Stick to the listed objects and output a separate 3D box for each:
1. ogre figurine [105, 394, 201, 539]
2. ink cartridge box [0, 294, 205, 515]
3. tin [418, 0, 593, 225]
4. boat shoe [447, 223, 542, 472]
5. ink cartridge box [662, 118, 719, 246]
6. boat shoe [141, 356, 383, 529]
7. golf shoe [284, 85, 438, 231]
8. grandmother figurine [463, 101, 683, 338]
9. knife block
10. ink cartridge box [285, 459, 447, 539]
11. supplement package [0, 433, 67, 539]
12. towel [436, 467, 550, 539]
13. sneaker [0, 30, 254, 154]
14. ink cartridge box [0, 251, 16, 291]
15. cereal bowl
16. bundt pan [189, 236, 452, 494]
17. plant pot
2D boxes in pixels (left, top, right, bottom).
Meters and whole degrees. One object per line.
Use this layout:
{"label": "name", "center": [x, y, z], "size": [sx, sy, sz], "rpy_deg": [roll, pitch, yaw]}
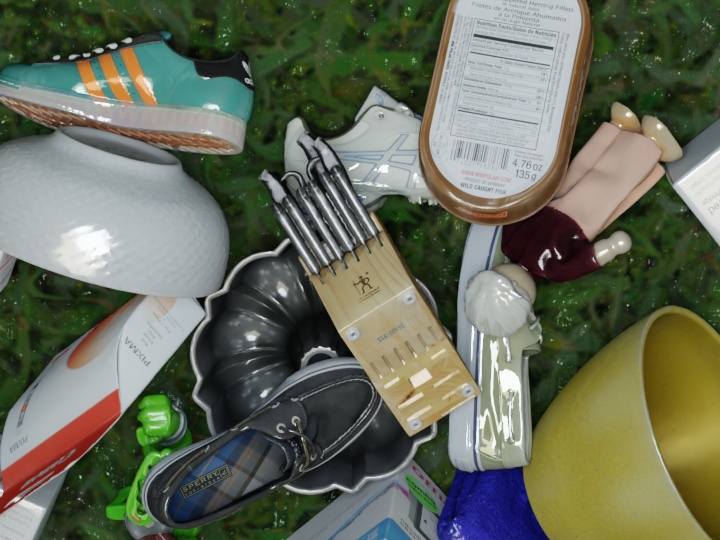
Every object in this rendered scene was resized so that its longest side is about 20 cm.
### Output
{"label": "ogre figurine", "center": [-0.147, 0.184, 1.716], "size": [0.097, 0.120, 0.201], "rpy_deg": [-22, 103, 3]}
{"label": "ink cartridge box", "center": [-0.216, 0.100, 1.632], "size": [0.050, 0.200, 0.162], "rpy_deg": [50, 130, -7]}
{"label": "tin", "center": [0.107, -0.133, 1.630], "size": [0.111, 0.042, 0.202], "rpy_deg": [11, 75, 5]}
{"label": "boat shoe", "center": [0.106, 0.052, 1.680], "size": [0.061, 0.072, 0.202], "rpy_deg": [3, 82, 13]}
{"label": "ink cartridge box", "center": [0.343, -0.040, 1.664], "size": [0.146, 0.084, 0.200], "rpy_deg": [-39, 99, 10]}
{"label": "boat shoe", "center": [-0.066, 0.129, 1.627], "size": [0.199, 0.066, 0.070], "rpy_deg": [-25, 105, -11]}
{"label": "golf shoe", "center": [0.037, -0.094, 1.671], "size": [0.198, 0.078, 0.098], "rpy_deg": [-12, 93, 1]}
{"label": "grandmother figurine", "center": [0.150, -0.031, 1.636], "size": [0.200, 0.121, 0.061], "rpy_deg": [-47, 122, -12]}
{"label": "knife block", "center": [0.000, 0.000, 1.624], "size": [0.064, 0.176, 0.200], "rpy_deg": [-30, 135, 3]}
{"label": "ink cartridge box", "center": [0.019, 0.259, 1.683], "size": [0.146, 0.200, 0.147], "rpy_deg": [-40, 99, 13]}
{"label": "supplement package", "center": [-0.321, 0.231, 1.737], "size": [0.113, 0.110, 0.201], "rpy_deg": [24, 103, -3]}
{"label": "towel", "center": [0.143, 0.234, 1.702], "size": [0.049, 0.148, 0.200], "rpy_deg": [-39, 98, 19]}
{"label": "sneaker", "center": [-0.174, -0.140, 1.674], "size": [0.198, 0.071, 0.081], "rpy_deg": [10, 77, 9]}
{"label": "ink cartridge box", "center": [-0.317, -0.026, 1.674], "size": [0.199, 0.115, 0.068], "rpy_deg": [23, 104, -3]}
{"label": "cereal bowl", "center": [-0.185, -0.052, 1.623], "size": [0.199, 0.200, 0.084], "rpy_deg": [17, 100, -2]}
{"label": "bundt pan", "center": [-0.027, 0.064, 1.705], "size": [0.200, 0.076, 0.204], "rpy_deg": [1, 103, 3]}
{"label": "plant pot", "center": [0.206, 0.144, 1.674], "size": [0.141, 0.200, 0.201], "rpy_deg": [-24, 102, 31]}
